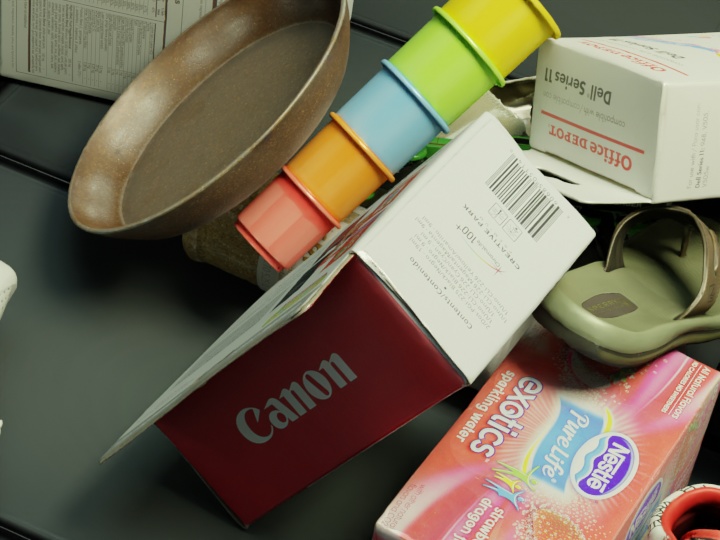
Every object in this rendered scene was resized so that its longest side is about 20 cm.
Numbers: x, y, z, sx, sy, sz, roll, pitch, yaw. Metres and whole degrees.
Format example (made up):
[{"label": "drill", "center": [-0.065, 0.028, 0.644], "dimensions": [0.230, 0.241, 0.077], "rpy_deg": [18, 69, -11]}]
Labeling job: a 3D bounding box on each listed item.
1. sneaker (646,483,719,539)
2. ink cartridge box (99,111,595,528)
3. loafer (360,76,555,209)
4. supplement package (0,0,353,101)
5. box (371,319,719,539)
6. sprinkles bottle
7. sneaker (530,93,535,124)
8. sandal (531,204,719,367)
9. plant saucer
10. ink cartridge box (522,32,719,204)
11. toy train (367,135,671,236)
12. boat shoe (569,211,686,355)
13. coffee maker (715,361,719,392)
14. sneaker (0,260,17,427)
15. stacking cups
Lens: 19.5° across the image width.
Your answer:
[{"label": "sneaker", "center": [0.137, 0.187, 0.950], "dimensions": [0.067, 0.108, 0.202], "rpy_deg": [18, 42, 10]}, {"label": "ink cartridge box", "center": [-0.010, 0.039, 1.015], "dimensions": [0.084, 0.200, 0.176], "rpy_deg": [48, 47, -4]}, {"label": "loafer", "center": [0.063, -0.083, 1.273], "dimensions": [0.199, 0.069, 0.076], "rpy_deg": [-15, 46, -25]}, {"label": "supplement package", "center": [-0.108, -0.200, 1.313], "dimensions": [0.199, 0.151, 0.152], "rpy_deg": [13, 41, 5]}, {"label": "box", "center": [0.090, 0.117, 1.031], "dimensions": [0.102, 0.095, 0.200], "rpy_deg": [26, 44, 18]}, {"label": "sprinkles bottle", "center": [0.000, 0.000, 1.168], "dimensions": [0.199, 0.068, 0.068], "rpy_deg": [24, 43, 17]}, {"label": "sneaker", "center": [0.184, -0.094, 1.259], "dimensions": [0.199, 0.077, 0.076], "rpy_deg": [8, -1, -35]}, {"label": "sandal", "center": [0.156, 0.000, 1.076], "dimensions": [0.080, 0.058, 0.201], "rpy_deg": [27, 23, 21]}, {"label": "plant saucer", "center": [-0.079, -0.087, 1.166], "dimensions": [0.200, 0.035, 0.201], "rpy_deg": [-32, 29, 20]}, {"label": "ink cartridge box", "center": [0.173, -0.086, 1.136], "dimensions": [0.199, 0.068, 0.117], "rpy_deg": [-6, 20, -31]}, {"label": "toy train", "center": [0.079, -0.056, 1.192], "dimensions": [0.199, 0.042, 0.056], "rpy_deg": [8, 27, 9]}, {"label": "boat shoe", "center": [0.140, 0.011, 1.188], "dimensions": [0.056, 0.069, 0.200], "rpy_deg": [-2, 36, -6]}, {"label": "coffee maker", "center": [0.296, 0.071, 1.088], "dimensions": [0.200, 0.192, 0.135], "rpy_deg": [37, 53, 5]}, {"label": "sneaker", "center": [-0.217, 0.072, 1.059], "dimensions": [0.087, 0.075, 0.200], "rpy_deg": [24, 49, -1]}, {"label": "stacking cups", "center": [0.016, -0.080, 1.127], "dimensions": [0.200, 0.060, 0.061], "rpy_deg": [-43, 53, 4]}]
